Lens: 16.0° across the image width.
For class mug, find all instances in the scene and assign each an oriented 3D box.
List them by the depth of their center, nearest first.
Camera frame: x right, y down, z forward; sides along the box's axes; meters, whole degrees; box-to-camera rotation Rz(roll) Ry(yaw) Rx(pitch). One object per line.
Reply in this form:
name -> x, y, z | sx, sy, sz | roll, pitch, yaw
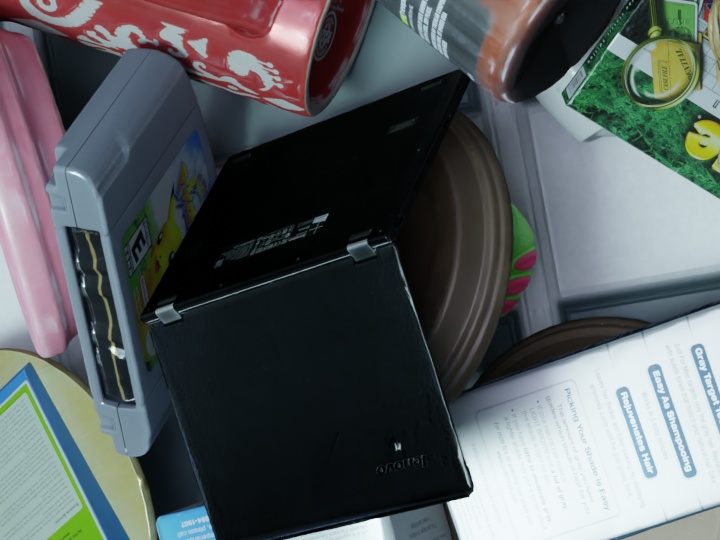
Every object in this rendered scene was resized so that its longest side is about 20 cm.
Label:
mug -> -0.106, -0.158, 1.414 | 0.199, 0.178, 0.134 | 22, 129, 11

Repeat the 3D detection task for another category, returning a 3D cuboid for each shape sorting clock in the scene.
shape sorting clock -> -0.192, 0.144, 1.509 | 0.199, 0.039, 0.202 | 8, 102, 40

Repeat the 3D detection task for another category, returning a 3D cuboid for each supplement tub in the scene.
supplement tub -> 0.037, -0.185, 1.324 | 0.200, 0.107, 0.107 | 42, 105, 18

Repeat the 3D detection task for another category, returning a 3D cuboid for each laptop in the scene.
laptop -> -0.010, 0.022, 1.352 | 0.187, 0.201, 0.116 | -17, 126, 41

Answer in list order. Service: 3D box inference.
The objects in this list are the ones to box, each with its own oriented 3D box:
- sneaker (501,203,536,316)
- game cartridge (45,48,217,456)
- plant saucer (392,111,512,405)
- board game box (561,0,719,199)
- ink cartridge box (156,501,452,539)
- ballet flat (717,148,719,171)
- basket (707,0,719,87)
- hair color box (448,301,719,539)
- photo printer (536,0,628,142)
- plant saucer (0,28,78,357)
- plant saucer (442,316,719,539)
sneaker -> 0.021, 0.028, 1.443 | 0.200, 0.077, 0.084 | -49, 48, 20
game cartridge -> -0.118, -0.014, 1.412 | 0.040, 0.134, 0.201 | 6, 131, 17
plant saucer -> 0.000, 0.000, 1.388 | 0.199, 0.029, 0.201 | -19, 63, 42
board game box -> 0.215, -0.081, 1.333 | 0.199, 0.024, 0.105 | 29, 113, -17
ink cartridge box -> -0.013, 0.215, 1.446 | 0.144, 0.085, 0.201 | -15, 88, 25
ballet flat -> 0.284, -0.049, 1.304 | 0.198, 0.067, 0.068 | 0, 120, -5
basket -> 0.276, -0.137, 1.221 | 0.198, 0.149, 0.144 | -6, 113, -4
hair color box -> 0.142, 0.087, 1.366 | 0.199, 0.060, 0.101 | -20, 88, 19
photo printer -> 0.160, -0.174, 1.372 | 0.199, 0.069, 0.167 | -27, 86, 18
plant saucer -> -0.188, -0.053, 1.443 | 0.051, 0.201, 0.202 | -18, 88, -8
plant saucer -> 0.137, 0.127, 1.425 | 0.199, 0.029, 0.202 | 1, 94, 18
